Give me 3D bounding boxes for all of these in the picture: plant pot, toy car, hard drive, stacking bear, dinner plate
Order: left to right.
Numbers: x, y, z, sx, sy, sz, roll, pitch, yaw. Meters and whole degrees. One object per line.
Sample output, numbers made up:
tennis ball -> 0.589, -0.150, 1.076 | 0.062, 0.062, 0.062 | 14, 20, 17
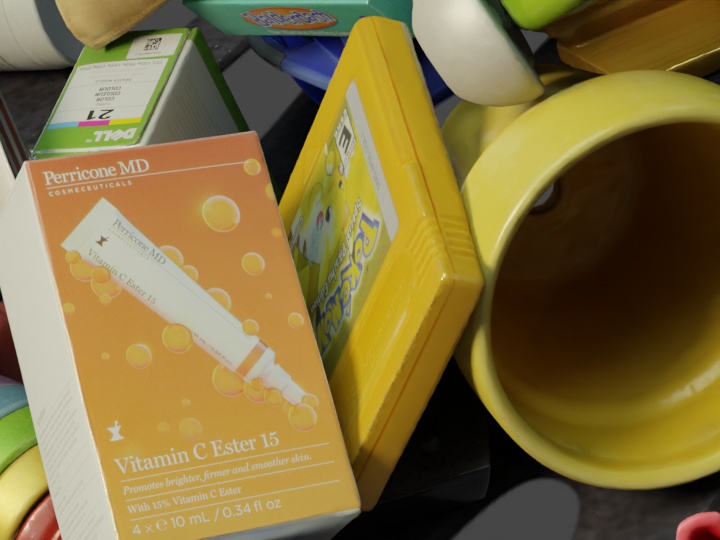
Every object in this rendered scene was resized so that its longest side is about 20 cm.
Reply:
dinner plate -> -0.195, -0.040, 1.327 | 0.024, 0.201, 0.200 | -22, 43, -5
stacking bear -> -0.168, 0.126, 1.223 | 0.121, 0.114, 0.200 | -34, 53, -31
hard drive -> 0.000, 0.059, 1.260 | 0.134, 0.042, 0.200 | -18, 44, 6
toy car -> 0.090, -0.184, 1.142 | 0.175, 0.150, 0.200 | -33, 11, 9
plant pot -> 0.120, -0.016, 1.187 | 0.200, 0.201, 0.189 | -30, 27, -6

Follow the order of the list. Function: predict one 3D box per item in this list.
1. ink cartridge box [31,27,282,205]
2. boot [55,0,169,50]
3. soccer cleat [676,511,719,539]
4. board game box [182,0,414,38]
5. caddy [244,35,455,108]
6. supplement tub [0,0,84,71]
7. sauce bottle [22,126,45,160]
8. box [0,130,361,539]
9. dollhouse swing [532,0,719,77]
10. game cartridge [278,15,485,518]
ink cartridge box -> -0.127, -0.016, 1.312 | 0.075, 0.148, 0.200 | -1, 47, 26
boot -> -0.092, -0.241, 1.299 | 0.200, 0.066, 0.176 | -27, 52, 28
soccer cleat -> 0.198, 0.187, 1.021 | 0.067, 0.077, 0.200 | -30, 43, -7
board game box -> -0.005, -0.228, 1.297 | 0.152, 0.045, 0.201 | 6, 72, 44
caddy -> -0.019, -0.158, 1.411 | 0.105, 0.142, 0.200 | -31, 42, -11
supplement tub -> -0.274, -0.198, 1.571 | 0.199, 0.132, 0.132 | 1, 48, 23
sauce bottle -> -0.245, -0.027, 1.440 | 0.200, 0.066, 0.066 | -37, 44, -15
box -> -0.094, 0.047, 1.141 | 0.124, 0.098, 0.201 | -9, 71, -23
dollhouse swing -> 0.184, -0.170, 1.289 | 0.181, 0.200, 0.176 | -22, 43, 2
game cartridge -> 0.000, 0.000, 1.173 | 0.032, 0.177, 0.200 | 9, 39, -20
